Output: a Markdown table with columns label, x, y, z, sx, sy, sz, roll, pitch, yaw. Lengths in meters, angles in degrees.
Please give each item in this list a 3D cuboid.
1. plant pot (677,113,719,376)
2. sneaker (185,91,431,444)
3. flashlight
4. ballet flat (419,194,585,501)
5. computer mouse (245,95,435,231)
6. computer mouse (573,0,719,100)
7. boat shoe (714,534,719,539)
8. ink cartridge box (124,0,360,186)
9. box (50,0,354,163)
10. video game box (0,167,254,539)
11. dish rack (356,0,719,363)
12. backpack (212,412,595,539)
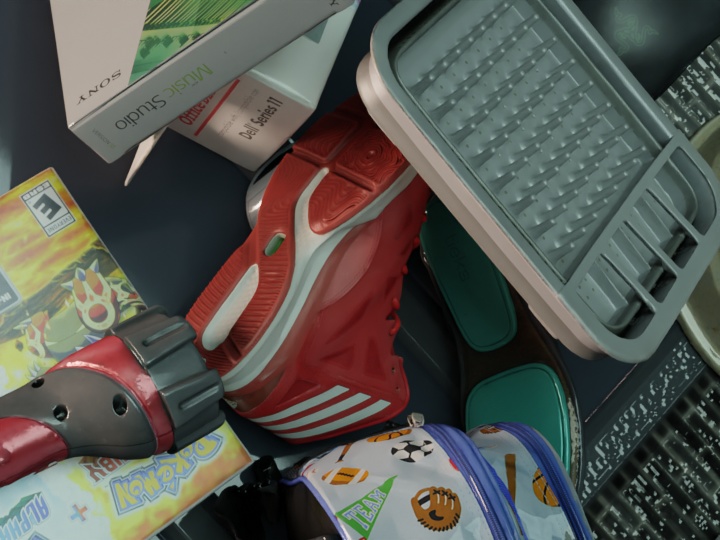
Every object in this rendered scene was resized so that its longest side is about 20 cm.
| label | x | y | z | sx | sy | sz | roll | pitch | yaw |
| --- | --- | --- | --- | --- | --- | --- | --- | --- | --- |
| plant pot | 0.298 | -0.031 | 0.895 | 0.200 | 0.183 | 0.201 | 5 | 75 | -18 |
| sneaker | 0.000 | 0.000 | 0.829 | 0.200 | 0.078 | 0.116 | -50 | 131 | -8 |
| flashlight | -0.158 | 0.088 | 0.717 | 0.200 | 0.068 | 0.068 | -30 | 91 | -25 |
| ballet flat | 0.085 | 0.049 | 0.861 | 0.073 | 0.073 | 0.201 | -12 | 81 | -22 |
| computer mouse | 0.025 | -0.071 | 0.883 | 0.200 | 0.044 | 0.110 | -39 | 92 | -24 |
| computer mouse | 0.181 | -0.176 | 0.955 | 0.138 | 0.053 | 0.200 | 42 | 63 | -7 |
| boat shoe | 0.208 | 0.230 | 0.858 | 0.072 | 0.068 | 0.200 | 25 | 69 | -12 |
| ink cartridge box | -0.047 | -0.129 | 0.833 | 0.067 | 0.117 | 0.200 | 27 | 71 | -12 |
| box | -0.088 | -0.163 | 0.779 | 0.036 | 0.144 | 0.200 | 41 | 24 | -46 |
| video game box | -0.182 | 0.077 | 0.771 | 0.200 | 0.047 | 0.182 | -35 | 92 | -24 |
| dish rack | 0.088 | -0.058 | 0.785 | 0.200 | 0.044 | 0.172 | 50 | 43 | -7 |
| backpack | 0.037 | 0.156 | 0.739 | 0.154 | 0.191 | 0.200 | -26 | 85 | -5 |
